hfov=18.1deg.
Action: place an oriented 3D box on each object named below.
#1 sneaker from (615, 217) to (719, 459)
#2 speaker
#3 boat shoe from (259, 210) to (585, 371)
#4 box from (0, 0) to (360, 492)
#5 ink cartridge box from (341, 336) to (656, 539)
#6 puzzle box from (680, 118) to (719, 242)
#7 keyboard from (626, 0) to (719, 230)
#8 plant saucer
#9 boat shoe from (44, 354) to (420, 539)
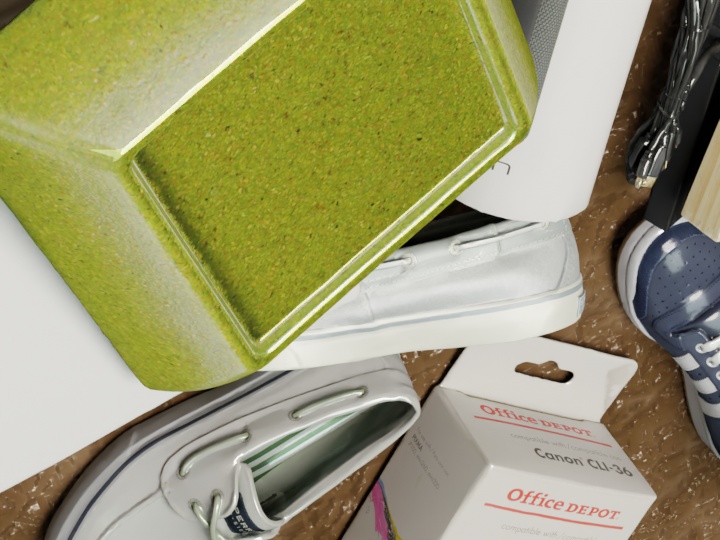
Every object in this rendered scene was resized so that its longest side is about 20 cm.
[{"bbox_3d":[0.199,0.056,1.145,0.070,0.109,0.200,-33,133,-2],"label":"sneaker"},{"bbox_3d":[0.086,-0.122,0.966,0.081,0.081,0.201,-3,126,-27],"label":"speaker"},{"bbox_3d":[0.001,0.000,1.022,0.200,0.070,0.072,-7,101,-5],"label":"boat shoe"},{"bbox_3d":[-0.129,-0.047,0.862,0.199,0.131,0.200,-28,134,-14],"label":"box"},{"bbox_3d":[0.067,0.132,1.161,0.116,0.068,0.201,13,118,-35],"label":"ink cartridge box"},{"bbox_3d":[0.226,-0.111,1.016,0.133,0.025,0.201,-12,131,-43],"label":"puzzle box"},{"bbox_3d":[0.162,-0.107,1.016,0.127,0.021,0.201,-35,145,-51],"label":"keyboard"},{"bbox_3d":[-0.020,-0.055,0.784,0.200,0.048,0.200,-41,145,-8],"label":"plant saucer"},{"bbox_3d":[-0.062,0.097,1.064,0.200,0.067,0.074,-40,133,5],"label":"boat shoe"}]
